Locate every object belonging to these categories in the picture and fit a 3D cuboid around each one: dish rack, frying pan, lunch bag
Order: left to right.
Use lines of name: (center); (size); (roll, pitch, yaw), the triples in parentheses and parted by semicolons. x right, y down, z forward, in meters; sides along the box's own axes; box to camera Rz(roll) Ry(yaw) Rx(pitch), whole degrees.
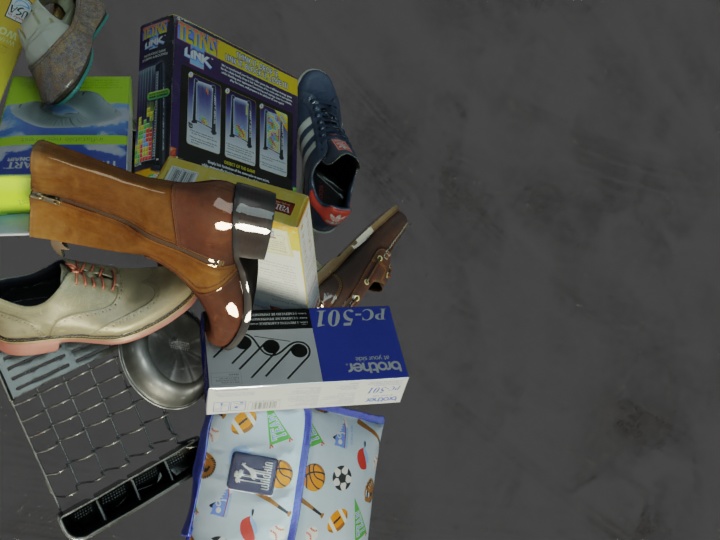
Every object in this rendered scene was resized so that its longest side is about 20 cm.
dish rack: (-0.259, 0.137, 0.795); (0.152, 0.054, 0.204); (-25, 93, -33)
frying pan: (-0.186, 0.052, 0.843); (0.114, 0.031, 0.193); (39, 44, -30)
lunch bag: (-0.080, 0.216, 0.834); (0.197, 0.123, 0.174); (21, 70, -35)

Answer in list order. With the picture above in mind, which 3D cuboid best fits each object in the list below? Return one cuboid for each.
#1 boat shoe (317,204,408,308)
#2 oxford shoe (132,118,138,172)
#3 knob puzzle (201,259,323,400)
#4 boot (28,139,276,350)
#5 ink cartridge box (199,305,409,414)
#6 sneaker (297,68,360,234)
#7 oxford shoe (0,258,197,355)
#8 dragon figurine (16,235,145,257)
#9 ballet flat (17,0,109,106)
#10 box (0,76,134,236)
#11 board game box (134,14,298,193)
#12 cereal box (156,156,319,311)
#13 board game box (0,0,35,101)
boat shoe: (0.000, 0.000, 0.956); (0.070, 0.070, 0.200); (45, 56, -1)
oxford shoe: (-0.210, -0.143, 0.876); (0.198, 0.057, 0.076); (-31, 93, -34)
knob puzzle: (-0.077, 0.069, 0.931); (0.215, 0.030, 0.225); (7, 77, -30)
boot: (-0.183, -0.011, 0.687); (0.195, 0.190, 0.070); (10, 52, -11)
ink cartridge box: (-0.058, 0.086, 0.804); (0.195, 0.045, 0.095); (0, 47, -16)
sneaker: (-0.036, -0.150, 0.965); (0.073, 0.084, 0.205); (-1, 81, -30)
oxford shoe: (-0.251, 0.024, 0.762); (0.196, 0.076, 0.071); (-14, 45, -14)
dragon figurine: (-0.282, -0.059, 0.799); (0.099, 0.197, 0.060); (-13, 121, -61)
ballet flat: (-0.296, -0.228, 0.788); (0.067, 0.068, 0.202); (45, 18, -33)
box: (-0.275, -0.114, 0.756); (0.119, 0.048, 0.202); (-3, 42, -12)
board game box: (-0.149, -0.154, 0.868); (0.198, 0.056, 0.170); (14, 73, -55)
cereal box: (-0.114, -0.021, 0.799); (0.141, 0.201, 0.040); (16, 62, 8)
board game box: (-0.415, -0.202, 0.774); (0.151, 0.040, 0.204); (22, 70, -26)
